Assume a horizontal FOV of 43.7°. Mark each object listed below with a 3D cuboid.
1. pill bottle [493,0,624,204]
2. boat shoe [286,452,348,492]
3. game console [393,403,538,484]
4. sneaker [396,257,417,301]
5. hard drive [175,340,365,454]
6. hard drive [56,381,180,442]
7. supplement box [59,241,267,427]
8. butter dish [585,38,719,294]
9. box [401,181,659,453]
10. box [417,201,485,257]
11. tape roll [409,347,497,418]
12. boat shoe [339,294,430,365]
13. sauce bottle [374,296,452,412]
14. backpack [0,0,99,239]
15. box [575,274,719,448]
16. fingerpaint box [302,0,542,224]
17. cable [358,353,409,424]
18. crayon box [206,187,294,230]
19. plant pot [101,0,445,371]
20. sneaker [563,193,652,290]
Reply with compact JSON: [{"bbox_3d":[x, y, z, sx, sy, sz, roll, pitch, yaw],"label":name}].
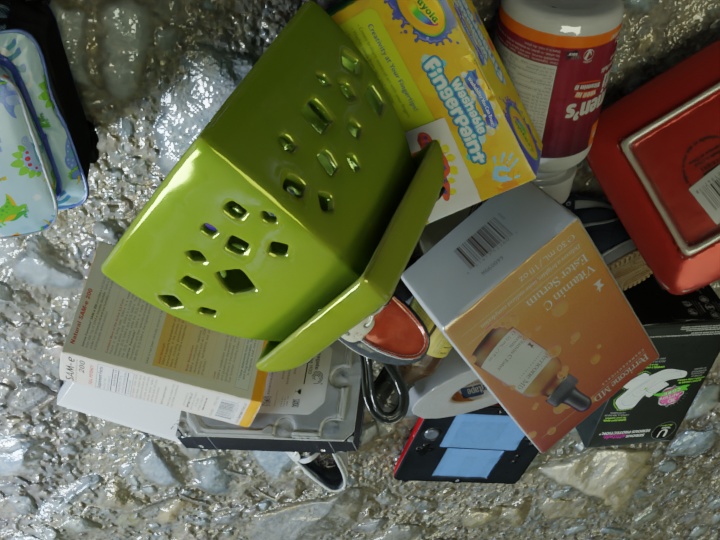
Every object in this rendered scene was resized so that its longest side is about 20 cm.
[{"bbox_3d":[0.172,-0.163,0.839,0.108,0.110,0.202,-5,131,-9],"label":"pill bottle"},{"bbox_3d":[-0.070,0.212,1.128,0.071,0.069,0.201,-21,132,5],"label":"boat shoe"},{"bbox_3d":[0.159,0.237,1.230,0.197,0.031,0.179,7,128,-18],"label":"game console"},{"bbox_3d":[-0.001,0.002,0.972,0.104,0.060,0.199,42,136,-9],"label":"sneaker"},{"bbox_3d":[-0.090,0.122,0.961,0.196,0.142,0.038,0,147,14],"label":"hard drive"},{"bbox_3d":[-0.235,0.139,1.056,0.198,0.026,0.132,25,120,-30],"label":"hard drive"},{"bbox_3d":[-0.188,0.066,0.905,0.197,0.128,0.074,17,148,-10],"label":"supplement box"},{"bbox_3d":[0.350,-0.106,0.919,0.198,0.148,0.201,-31,86,13],"label":"butter dish"},{"bbox_3d":[0.161,0.043,0.843,0.152,0.107,0.200,-40,123,2],"label":"box"},{"bbox_3d":[0.097,-0.041,0.953,0.081,0.069,0.201,-20,132,3],"label":"box"},{"bbox_3d":[0.143,0.103,1.036,0.197,0.067,0.201,-17,157,-7],"label":"tape roll"},{"bbox_3d":[-0.012,0.025,0.858,0.199,0.063,0.072,36,76,-8],"label":"boat shoe"},{"bbox_3d":[0.068,0.063,0.931,0.064,0.065,0.201,21,115,-28],"label":"sauce bottle"},{"bbox_3d":[-0.337,-0.117,0.734,0.196,0.148,0.185,-9,129,-2],"label":"backpack"},{"bbox_3d":[0.320,0.087,1.061,0.122,0.150,0.202,-1,130,-14],"label":"box"},{"bbox_3d":[0.042,-0.148,0.782,0.165,0.074,0.201,-22,112,28],"label":"fingerpaint box"},{"bbox_3d":[-0.003,0.056,0.915,0.097,0.050,0.201,-38,94,-7],"label":"cable"},{"bbox_3d":[-0.082,-0.084,0.886,0.198,0.052,0.126,-33,130,14],"label":"crayon box"},{"bbox_3d":[-0.056,-0.051,0.712,0.181,0.200,0.200,39,137,-11],"label":"plant pot"},{"bbox_3d":[0.211,-0.013,0.968,0.197,0.109,0.071,-19,138,-10],"label":"sneaker"}]
